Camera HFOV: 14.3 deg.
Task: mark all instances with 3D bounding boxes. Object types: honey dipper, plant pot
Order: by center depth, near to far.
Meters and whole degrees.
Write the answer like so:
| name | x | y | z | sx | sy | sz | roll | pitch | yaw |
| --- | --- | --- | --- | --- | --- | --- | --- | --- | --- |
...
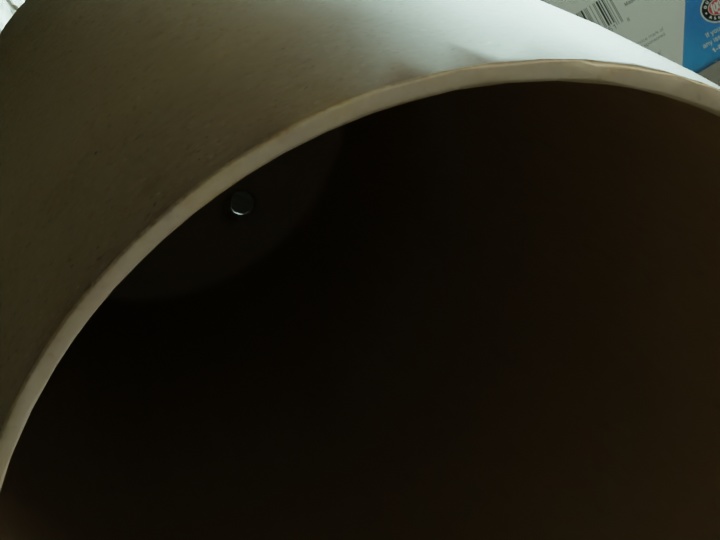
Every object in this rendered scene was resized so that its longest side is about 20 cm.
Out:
| name | x | y | z | sx | sy | sz | roll | pitch | yaw |
| --- | --- | --- | --- | --- | --- | --- | --- | --- | --- |
| plant pot | -0.014 | 0.005 | 0.598 | 0.187 | 0.187 | 0.200 | 52 | 0 | -34 |
| honey dipper | 0.059 | 0.110 | 0.694 | 0.200 | 0.038 | 0.038 | 95 | -21 | -51 |

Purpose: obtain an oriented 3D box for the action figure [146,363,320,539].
| name | x | y | z | sx | sy | sz | roll | pitch | yaw |
| --- | --- | --- | --- | --- | --- | --- | --- | --- | --- |
| action figure | -0.015 | 0.079 | 0.681 | 0.065 | 0.052 | 0.200 | 36 | 24 | -54 |

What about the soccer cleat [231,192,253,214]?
| name | x | y | z | sx | sy | sz | roll | pitch | yaw |
| --- | --- | --- | --- | --- | --- | --- | --- | --- | --- |
| soccer cleat | 0.000 | 0.000 | 0.792 | 0.068 | 0.085 | 0.200 | 12 | 37 | -31 |

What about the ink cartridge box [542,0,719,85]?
| name | x | y | z | sx | sy | sz | roll | pitch | yaw |
| --- | --- | --- | --- | --- | --- | --- | --- | --- | --- |
| ink cartridge box | 0.175 | -0.194 | 1.843 | 0.200 | 0.147 | 0.145 | 64 | 12 | 14 |
